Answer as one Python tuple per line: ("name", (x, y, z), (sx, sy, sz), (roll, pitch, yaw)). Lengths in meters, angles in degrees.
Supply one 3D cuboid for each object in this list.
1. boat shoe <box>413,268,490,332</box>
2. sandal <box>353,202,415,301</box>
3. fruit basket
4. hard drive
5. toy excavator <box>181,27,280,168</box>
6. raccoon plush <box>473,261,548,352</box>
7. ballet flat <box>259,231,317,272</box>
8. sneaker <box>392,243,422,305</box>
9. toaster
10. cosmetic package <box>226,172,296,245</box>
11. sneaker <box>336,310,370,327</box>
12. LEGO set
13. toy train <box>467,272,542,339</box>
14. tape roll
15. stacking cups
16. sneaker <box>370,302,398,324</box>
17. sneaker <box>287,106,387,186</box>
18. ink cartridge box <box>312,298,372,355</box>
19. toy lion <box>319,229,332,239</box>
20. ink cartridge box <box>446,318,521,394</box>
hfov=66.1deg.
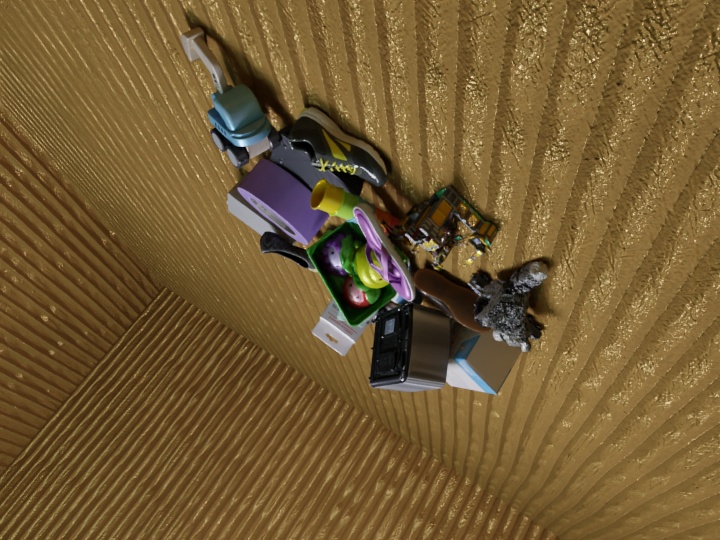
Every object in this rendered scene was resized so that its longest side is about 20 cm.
("boat shoe", (0.203, 0.064, 1.196), (0.200, 0.071, 0.070), (39, 175, 19))
("sandal", (0.033, -0.026, 1.025), (0.204, 0.050, 0.082), (60, 162, -3))
("fruit basket", (0.000, 0.000, 1.147), (0.216, 0.155, 0.216), (48, 162, 21))
("hard drive", (-0.088, -0.202, 1.124), (0.199, 0.042, 0.135), (38, 158, -4))
("toy excavator", (-0.247, -0.325, 1.028), (0.194, 0.099, 0.201), (44, 155, 32))
("raccoon plush", (0.304, 0.079, 1.018), (0.133, 0.097, 0.200), (32, 150, -13))
("ballet flat", (-0.174, -0.035, 1.379), (0.066, 0.057, 0.199), (-8, 153, 43))
("sneaker", (0.082, 0.010, 1.236), (0.200, 0.076, 0.077), (51, 159, -24))
("toaster", (0.111, 0.174, 1.256), (0.118, 0.183, 0.200), (13, 160, -21))
("cosmetic package", (-0.240, -0.145, 1.420), (0.200, 0.090, 0.107), (40, 158, 0))
("sneaker", (-0.047, 0.056, 1.381), (0.200, 0.119, 0.074), (36, 178, 10))
("LEGO set", (0.133, -0.052, 0.990), (0.154, 0.116, 0.199), (45, 158, -22))
("toy train", (0.291, 0.072, 1.124), (0.200, 0.034, 0.046), (41, 169, -13))
("tape roll", (-0.171, -0.152, 1.241), (0.199, 0.085, 0.200), (38, 172, 6))
("stacking cups", (0.002, -0.113, 1.068), (0.199, 0.061, 0.060), (20, 168, -30))
("sneaker", (0.039, 0.133, 1.520), (0.199, 0.114, 0.076), (32, 159, 12))
("sneaker", (-0.044, -0.203, 0.995), (0.199, 0.085, 0.075), (35, 160, 3))
("ink cartridge box", (-0.027, 0.109, 1.443), (0.116, 0.201, 0.068), (35, 170, 2))
("toy lion", (-0.009, -0.026, 1.352), (0.200, 0.069, 0.191), (41, 165, -13))
("ink cartridge box", (0.248, 0.191, 1.299), (0.125, 0.129, 0.199), (44, 158, -18))
